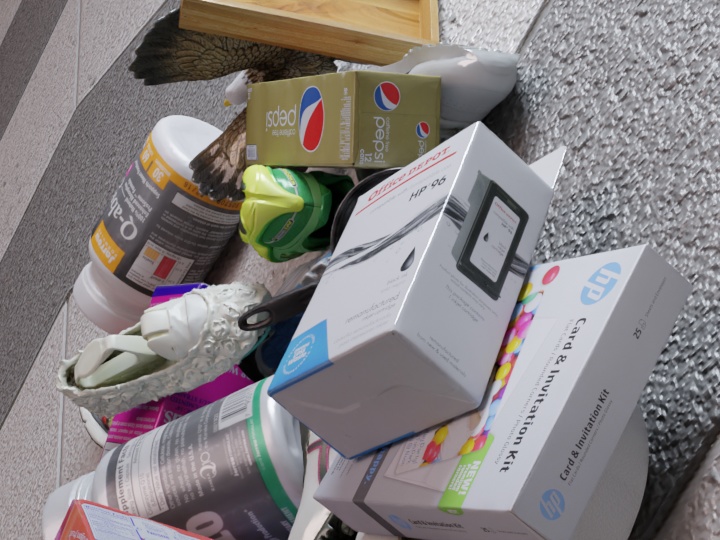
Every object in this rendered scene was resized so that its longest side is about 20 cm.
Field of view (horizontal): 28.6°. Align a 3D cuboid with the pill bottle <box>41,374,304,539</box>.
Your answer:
[{"bbox_3d":[-0.113,0.158,0.974,0.199,0.113,0.113,-26,42,18],"label":"pill bottle"}]

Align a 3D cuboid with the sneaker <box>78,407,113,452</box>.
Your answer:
[{"bbox_3d":[-0.193,0.136,1.277,0.085,0.077,0.200,-54,39,13],"label":"sneaker"}]

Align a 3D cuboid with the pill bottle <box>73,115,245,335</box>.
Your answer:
[{"bbox_3d":[-0.187,-0.037,1.338,0.200,0.116,0.117,-55,29,22],"label":"pill bottle"}]

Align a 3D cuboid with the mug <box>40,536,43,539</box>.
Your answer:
[{"bbox_3d":[-0.223,0.312,1.151,0.201,0.177,0.133,-61,-7,12],"label":"mug"}]

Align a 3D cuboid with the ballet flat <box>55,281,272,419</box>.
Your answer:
[{"bbox_3d":[-0.153,0.060,1.045,0.199,0.072,0.072,-28,44,32],"label":"ballet flat"}]

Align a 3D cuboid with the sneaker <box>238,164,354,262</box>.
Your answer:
[{"bbox_3d":[-0.040,-0.038,1.075,0.200,0.083,0.075,-8,-74,-83],"label":"sneaker"}]

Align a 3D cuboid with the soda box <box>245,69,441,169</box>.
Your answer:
[{"bbox_3d":[-0.017,-0.105,1.006,0.200,0.067,0.064,-169,80,-64],"label":"soda box"}]

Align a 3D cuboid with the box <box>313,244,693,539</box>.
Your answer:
[{"bbox_3d":[0.069,0.070,0.755,0.200,0.041,0.156,-10,44,60],"label":"box"}]

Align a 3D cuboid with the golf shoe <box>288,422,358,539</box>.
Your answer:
[{"bbox_3d":[-0.008,0.114,0.891,0.088,0.077,0.201,18,69,28],"label":"golf shoe"}]

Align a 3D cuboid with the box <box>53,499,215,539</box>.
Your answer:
[{"bbox_3d":[-0.100,0.228,0.874,0.095,0.199,0.103,-63,27,7],"label":"box"}]

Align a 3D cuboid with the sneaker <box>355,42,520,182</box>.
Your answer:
[{"bbox_3d":[0.052,-0.112,1.017,0.200,0.076,0.081,167,113,-66],"label":"sneaker"}]

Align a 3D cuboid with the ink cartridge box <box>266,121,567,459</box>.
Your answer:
[{"bbox_3d":[0.036,-0.003,0.799,0.116,0.068,0.201,-29,27,45],"label":"ink cartridge box"}]

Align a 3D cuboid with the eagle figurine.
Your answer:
[{"bbox_3d":[-0.080,-0.166,1.183,0.200,0.151,0.151,-49,-18,-51],"label":"eagle figurine"}]

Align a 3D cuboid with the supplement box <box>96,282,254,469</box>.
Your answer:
[{"bbox_3d":[-0.134,0.121,1.133,0.103,0.101,0.201,-4,67,60],"label":"supplement box"}]

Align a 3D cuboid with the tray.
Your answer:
[{"bbox_3d":[-0.039,-0.216,1.109,0.037,0.199,0.099,112,163,-50],"label":"tray"}]

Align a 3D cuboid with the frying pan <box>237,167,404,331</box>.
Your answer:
[{"bbox_3d":[0.013,0.011,0.952,0.190,0.115,0.031,-48,-4,28],"label":"frying pan"}]

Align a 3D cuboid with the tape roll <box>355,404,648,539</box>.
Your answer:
[{"bbox_3d":[0.069,0.132,0.763,0.203,0.037,0.203,-43,21,21],"label":"tape roll"}]

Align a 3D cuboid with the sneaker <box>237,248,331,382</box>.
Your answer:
[{"bbox_3d":[-0.018,0.009,1.044,0.200,0.075,0.087,-32,24,39],"label":"sneaker"}]
